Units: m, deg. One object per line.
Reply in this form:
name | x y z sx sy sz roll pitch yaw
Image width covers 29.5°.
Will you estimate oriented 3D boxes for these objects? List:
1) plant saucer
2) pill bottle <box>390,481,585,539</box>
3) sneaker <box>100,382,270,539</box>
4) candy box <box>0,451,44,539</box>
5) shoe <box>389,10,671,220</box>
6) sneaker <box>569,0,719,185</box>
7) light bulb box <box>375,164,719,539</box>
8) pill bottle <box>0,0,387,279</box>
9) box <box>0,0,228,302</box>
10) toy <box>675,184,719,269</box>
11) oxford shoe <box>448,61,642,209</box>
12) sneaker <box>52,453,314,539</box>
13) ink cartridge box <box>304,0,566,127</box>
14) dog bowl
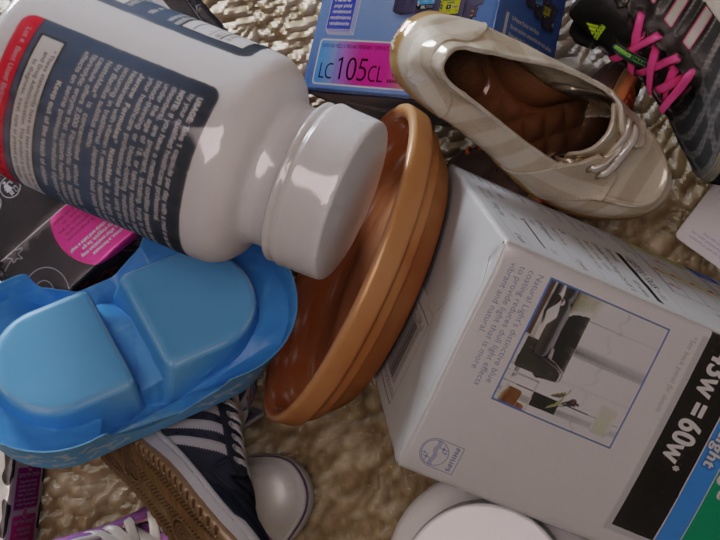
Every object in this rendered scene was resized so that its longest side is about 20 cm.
plant saucer | 0.000 0.000 0.801 0.037 0.200 0.200 24 89 -13
pill bottle | 0.075 0.165 0.765 0.112 0.200 0.112 -1 85 8
sneaker | -0.083 0.105 0.818 0.108 0.070 0.200 -23 42 -29
candy box | -0.281 0.152 0.889 0.136 0.061 0.200 6 86 9
shoe | 0.105 -0.079 0.761 0.200 0.053 0.070 25 89 -28
sneaker | 0.164 -0.134 0.775 0.087 0.074 0.200 -9 71 -17
light bulb box | 0.124 0.051 0.736 0.200 0.198 0.125 23 102 -9
pill bottle | -0.094 -0.073 0.734 0.200 0.120 0.120 23 89 12
box | -0.149 -0.075 0.864 0.200 0.115 0.132 -41 79 2
toy | 0.296 -0.061 0.832 0.115 0.047 0.200 37 86 13
oxford shoe | 0.095 -0.063 0.850 0.073 0.071 0.200 43 92 14
sneaker | -0.126 0.173 0.839 0.200 0.114 0.073 -26 80 4
ink cartridge box | 0.056 -0.192 0.841 0.136 0.076 0.200 10 84 36
dog bowl | -0.133 0.043 0.779 0.200 0.050 0.112 -23 65 -21
